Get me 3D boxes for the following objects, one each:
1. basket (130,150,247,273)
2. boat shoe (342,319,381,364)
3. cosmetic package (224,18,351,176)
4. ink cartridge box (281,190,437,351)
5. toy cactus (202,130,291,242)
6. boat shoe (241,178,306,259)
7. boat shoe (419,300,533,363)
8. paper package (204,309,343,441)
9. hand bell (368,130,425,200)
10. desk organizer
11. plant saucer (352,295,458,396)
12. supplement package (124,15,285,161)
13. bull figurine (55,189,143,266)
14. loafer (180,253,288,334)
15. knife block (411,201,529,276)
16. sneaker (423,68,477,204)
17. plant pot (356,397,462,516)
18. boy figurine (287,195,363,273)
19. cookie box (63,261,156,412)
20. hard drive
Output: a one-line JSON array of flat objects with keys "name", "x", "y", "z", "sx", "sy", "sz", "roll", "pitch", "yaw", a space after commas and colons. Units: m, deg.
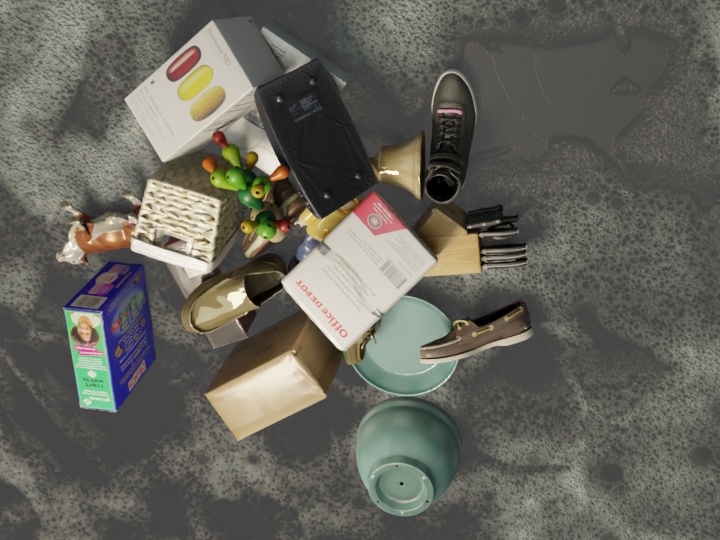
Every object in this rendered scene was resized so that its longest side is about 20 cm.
[{"name": "basket", "x": -0.259, "y": -0.102, "z": 1.419, "sx": 0.133, "sy": 0.200, "sz": 0.125, "roll": 16, "pitch": 113, "yaw": 2}, {"name": "boat shoe", "x": 0.005, "y": 0.070, "z": 1.480, "sx": 0.062, "sy": 0.074, "sz": 0.203, "roll": 8, "pitch": 121, "yaw": 9}, {"name": "cosmetic package", "x": -0.128, "y": -0.256, "z": 1.393, "sx": 0.149, "sy": 0.052, "sz": 0.201, "roll": 31, "pitch": 119, "yaw": -9}, {"name": "ink cartridge box", "x": 0.000, "y": 0.000, "z": 1.382, "sx": 0.200, "sy": 0.084, "sz": 0.145, "roll": -43, "pitch": 90, "yaw": 7}, {"name": "toy cactus", "x": -0.147, "y": -0.107, "z": 1.318, "sx": 0.102, "sy": 0.200, "sz": 0.166, "roll": -38, "pitch": 143, "yaw": -6}, {"name": "boat shoe", "x": -0.148, "y": -0.092, "z": 1.456, "sx": 0.075, "sy": 0.074, "sz": 0.202, "roll": 52, "pitch": 139, "yaw": 3}, {"name": "boat shoe", "x": 0.186, "y": 0.103, "z": 1.483, "sx": 0.197, "sy": 0.072, "sz": 0.060, "roll": -15, "pitch": 99, "yaw": -7}, {"name": "paper package", "x": -0.138, "y": 0.168, "z": 1.535, "sx": 0.198, "sy": 0.191, "sz": 0.104, "roll": -29, "pitch": 105, "yaw": 23}, {"name": "hand bell", "x": -0.002, "y": -0.163, "z": 1.380, "sx": 0.196, "sy": 0.105, "sz": 0.106, "roll": 3, "pitch": 118, "yaw": 7}, {"name": "desk organizer", "x": -0.257, "y": 0.023, "z": 1.548, "sx": 0.071, "sy": 0.077, "sz": 0.202, "roll": -18, "pitch": 112, "yaw": 19}, {"name": "plant saucer", "x": 0.074, "y": 0.123, "z": 1.559, "sx": 0.196, "sy": 0.036, "sz": 0.203, "roll": 5, "pitch": 117, "yaw": 9}, {"name": "supplement package", "x": -0.225, "y": -0.266, "z": 1.321, "sx": 0.199, "sy": 0.109, "sz": 0.115, "roll": -32, "pitch": 92, "yaw": 30}, {"name": "bull figurine", "x": -0.438, "y": -0.069, "z": 1.534, "sx": 0.197, "sy": 0.066, "sz": 0.122, "roll": -13, "pitch": 148, "yaw": 9}, {"name": "loafer", "x": -0.203, "y": 0.038, "z": 1.479, "sx": 0.199, "sy": 0.067, "sz": 0.077, "roll": -35, "pitch": 112, "yaw": -13}, {"name": "knife block", "x": 0.163, "y": -0.028, "z": 1.445, "sx": 0.175, "sy": 0.064, "sz": 0.200, "roll": 36, "pitch": 118, "yaw": -8}, {"name": "sneaker", "x": 0.134, "y": -0.191, "z": 1.346, "sx": 0.069, "sy": 0.099, "sz": 0.203, "roll": 6, "pitch": 117, "yaw": 10}, {"name": "plant pot", "x": 0.079, "y": 0.350, "z": 1.621, "sx": 0.197, "sy": 0.135, "sz": 0.203, "roll": 5, "pitch": 118, "yaw": 9}, {"name": "boy figurine", "x": -0.042, "y": -0.067, "z": 1.467, "sx": 0.123, "sy": 0.065, "sz": 0.201, "roll": 31, "pitch": 122, "yaw": -3}, {"name": "cookie box", "x": -0.433, "y": 0.114, "z": 1.578, "sx": 0.074, "sy": 0.172, "sz": 0.203, "roll": 5, "pitch": 118, "yaw": 11}, {"name": "hard drive", "x": -0.067, "y": -0.187, "z": 1.298, "sx": 0.042, "sy": 0.134, "sz": 0.202, "roll": -10, "pitch": 110, "yaw": 55}]
